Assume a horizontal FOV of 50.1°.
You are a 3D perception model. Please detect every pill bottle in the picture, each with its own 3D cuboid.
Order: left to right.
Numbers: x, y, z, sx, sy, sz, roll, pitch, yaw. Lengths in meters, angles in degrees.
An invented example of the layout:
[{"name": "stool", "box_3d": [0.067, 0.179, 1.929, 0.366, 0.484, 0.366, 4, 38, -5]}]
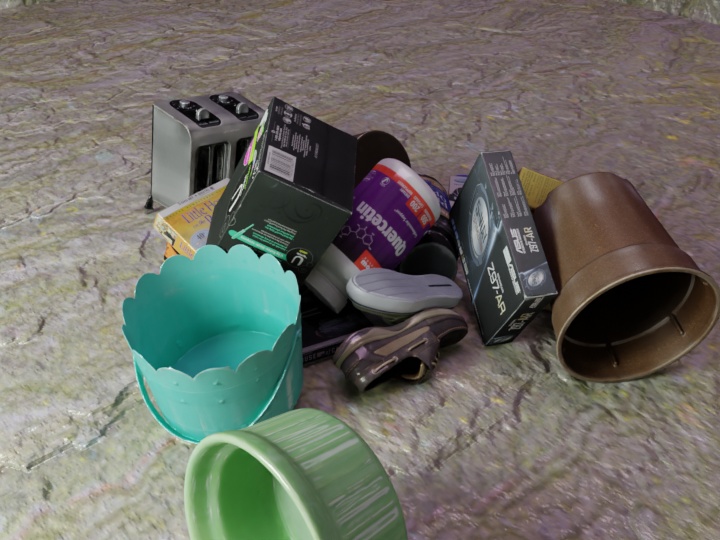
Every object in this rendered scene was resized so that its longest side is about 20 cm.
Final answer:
[{"name": "pill bottle", "box_3d": [0.008, -0.043, 1.025, 0.201, 0.113, 0.112, -48, 48, -8]}, {"name": "pill bottle", "box_3d": [0.091, -0.054, 1.156, 0.109, 0.114, 0.201, 0, 32, -3]}]

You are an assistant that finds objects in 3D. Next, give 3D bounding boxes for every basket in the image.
[{"name": "basket", "box_3d": [-0.019, -0.139, 1.184, 0.177, 0.139, 0.199, -13, 4, -31]}]

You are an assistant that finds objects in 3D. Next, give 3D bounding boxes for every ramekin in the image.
[{"name": "ramekin", "box_3d": [-0.053, 0.216, 0.641, 0.097, 0.204, 0.198, -18, 36, -42]}]

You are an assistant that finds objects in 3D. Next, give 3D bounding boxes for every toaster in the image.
[{"name": "toaster", "box_3d": [-0.255, -0.185, 1.288, 0.118, 0.204, 0.179, 29, 33, 34]}]

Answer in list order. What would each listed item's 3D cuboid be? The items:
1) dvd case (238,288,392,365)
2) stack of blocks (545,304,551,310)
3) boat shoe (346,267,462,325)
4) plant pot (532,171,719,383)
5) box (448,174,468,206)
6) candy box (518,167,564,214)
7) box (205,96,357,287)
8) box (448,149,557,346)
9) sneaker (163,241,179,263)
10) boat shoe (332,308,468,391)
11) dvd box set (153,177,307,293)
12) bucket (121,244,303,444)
[{"name": "dvd case", "box_3d": [-0.077, 0.069, 1.033, 0.197, 0.025, 0.150, -14, 35, -26]}, {"name": "stack of blocks", "box_3d": [0.291, 0.005, 1.124, 0.196, 0.060, 0.116, 9, 32, 11]}, {"name": "boat shoe", "box_3d": [0.056, 0.043, 0.989, 0.197, 0.063, 0.072, 5, 31, -43]}, {"name": "plant pot", "box_3d": [0.310, -0.001, 0.960, 0.196, 0.203, 0.201, -3, 45, -8]}, {"name": "box", "box_3d": [0.208, -0.110, 1.325, 0.116, 0.042, 0.201, 6, 30, 6]}, {"name": "candy box", "box_3d": [0.328, -0.096, 1.206, 0.196, 0.057, 0.117, 22, 0, 3]}, {"name": "box", "box_3d": [-0.103, -0.076, 0.956, 0.122, 0.201, 0.150, 22, 43, -18]}, {"name": "box", "box_3d": [0.177, -0.026, 0.994, 0.043, 0.161, 0.204, -7, 67, -13]}, {"name": "sneaker", "box_3d": [-0.184, -0.021, 1.105, 0.196, 0.092, 0.070, -11, 33, -19]}, {"name": "boat shoe", "box_3d": [0.059, 0.106, 0.954, 0.197, 0.075, 0.074, -14, 60, -32]}, {"name": "dvd box set", "box_3d": [-0.164, -0.030, 1.053, 0.200, 0.030, 0.146, 44, 42, 10]}, {"name": "bucket", "box_3d": [-0.157, 0.085, 0.867, 0.202, 0.137, 0.209, -4, 40, 3]}]
